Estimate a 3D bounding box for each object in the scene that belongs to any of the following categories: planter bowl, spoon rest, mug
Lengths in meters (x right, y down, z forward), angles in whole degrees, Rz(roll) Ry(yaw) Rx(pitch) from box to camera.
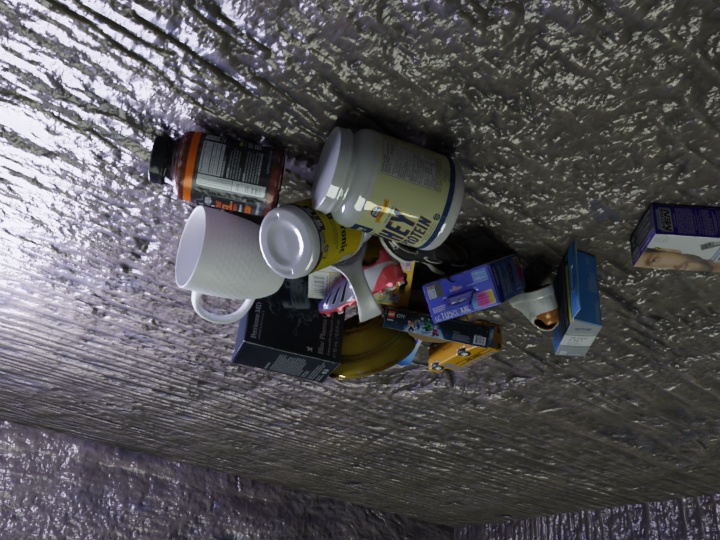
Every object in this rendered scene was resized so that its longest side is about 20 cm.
[{"bbox_3d":[0.010,0.140,1.441,0.197,0.200,0.085,-12,105,27],"label":"planter bowl"},{"bbox_3d":[-0.019,-0.010,1.202,0.098,0.202,0.061,-22,144,-6],"label":"spoon rest"},{"bbox_3d":[-0.235,0.002,1.264,0.173,0.203,0.148,15,-166,-29],"label":"mug"}]

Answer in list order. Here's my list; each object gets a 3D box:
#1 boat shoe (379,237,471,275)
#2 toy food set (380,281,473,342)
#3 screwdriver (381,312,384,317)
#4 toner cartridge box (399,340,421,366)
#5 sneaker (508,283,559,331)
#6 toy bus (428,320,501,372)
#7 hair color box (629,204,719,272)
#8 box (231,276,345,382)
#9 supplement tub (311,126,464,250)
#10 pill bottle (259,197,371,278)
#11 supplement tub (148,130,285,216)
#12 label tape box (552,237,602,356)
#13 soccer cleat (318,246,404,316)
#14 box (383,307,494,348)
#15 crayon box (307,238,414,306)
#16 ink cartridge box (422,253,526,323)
[{"bbox_3d":[0.117,-0.043,1.241,0.198,0.075,0.060,25,146,-36],"label":"boat shoe"},{"bbox_3d":[0.133,0.086,1.462,0.195,0.049,0.201,16,150,6],"label":"toy food set"},{"bbox_3d":[0.030,0.070,1.384,0.029,0.200,0.028,-32,101,5],"label":"screwdriver"},{"bbox_3d":[0.090,0.165,1.642,0.093,0.044,0.201,6,150,-4],"label":"toner cartridge box"},{"bbox_3d":[0.335,0.077,1.341,0.072,0.086,0.200,-20,177,3],"label":"sneaker"},{"bbox_3d":[0.238,0.183,1.630,0.077,0.066,0.200,17,148,-23],"label":"toy bus"},{"bbox_3d":[0.568,-0.050,1.168,0.196,0.066,0.110,5,151,3],"label":"hair color box"},{"bbox_3d":[-0.138,0.095,1.397,0.197,0.200,0.118,15,149,-16],"label":"box"},{"bbox_3d":[0.039,-0.123,1.037,0.197,0.147,0.145,15,149,-18],"label":"supplement tub"},{"bbox_3d":[-0.061,-0.063,1.116,0.110,0.113,0.199,-17,-176,34],"label":"pill bottle"},{"bbox_3d":[-0.219,-0.151,1.071,0.196,0.109,0.107,11,151,-9],"label":"supplement tub"},{"bbox_3d":[0.404,0.053,1.291,0.065,0.145,0.201,3,151,3],"label":"label tape box"},{"bbox_3d":[-0.006,0.024,1.280,0.198,0.078,0.066,-25,178,36],"label":"soccer cleat"},{"bbox_3d":[0.153,0.108,1.336,0.196,0.038,0.136,11,180,14],"label":"box"},{"bbox_3d":[0.000,0.000,1.325,0.196,0.052,0.127,6,133,0],"label":"crayon box"},{"bbox_3d":[0.202,0.033,1.253,0.135,0.078,0.199,-20,176,30],"label":"ink cartridge box"}]
